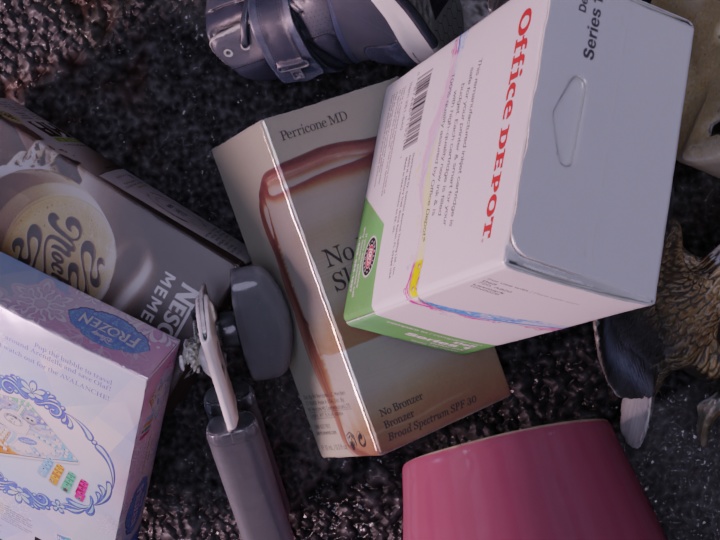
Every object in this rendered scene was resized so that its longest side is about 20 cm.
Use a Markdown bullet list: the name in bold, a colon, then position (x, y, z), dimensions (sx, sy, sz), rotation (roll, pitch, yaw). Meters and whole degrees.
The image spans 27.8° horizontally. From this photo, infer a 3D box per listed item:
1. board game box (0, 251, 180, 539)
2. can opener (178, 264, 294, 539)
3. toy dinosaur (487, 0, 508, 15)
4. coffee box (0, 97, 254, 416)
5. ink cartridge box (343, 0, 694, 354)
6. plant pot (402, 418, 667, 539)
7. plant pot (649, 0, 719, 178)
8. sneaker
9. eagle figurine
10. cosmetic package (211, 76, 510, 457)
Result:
- **board game box**: position (-0.218, 0.079, 0.883), dimensions (0.199, 0.043, 0.200), rotation (26, 131, 9)
- **can opener**: position (-0.064, 0.091, 0.870), dimensions (0.066, 0.053, 0.201), rotation (-8, 126, -1)
- **toy dinosaur**: position (0.148, -0.174, 0.873), dimensions (0.181, 0.200, 0.105), rotation (-26, 111, 41)
- **coffee box**: position (-0.175, -0.010, 0.908), dimensions (0.199, 0.080, 0.114), rotation (31, 98, 4)
- **ink cartridge box**: position (0.074, -0.045, 0.745), dimensions (0.083, 0.200, 0.146), rotation (16, 75, -19)
- **plant pot**: position (0.104, 0.188, 0.844), dimensions (0.198, 0.200, 0.181), rotation (-14, 76, 8)
- **plant pot**: position (0.250, -0.105, 0.753), dimensions (0.182, 0.200, 0.202), rotation (11, 97, -29)
- **sneaker**: position (-0.039, -0.175, 0.827), dimensions (0.145, 0.203, 0.078), rotation (0, 62, 23)
- **eagle figurine**: position (0.174, 0.004, 0.829), dimensions (0.200, 0.151, 0.151), rotation (41, 72, -23)
- **cosmetic package**: position (0.000, 0.000, 0.866), dimensions (0.103, 0.087, 0.201), rotation (-22, 92, -26)
